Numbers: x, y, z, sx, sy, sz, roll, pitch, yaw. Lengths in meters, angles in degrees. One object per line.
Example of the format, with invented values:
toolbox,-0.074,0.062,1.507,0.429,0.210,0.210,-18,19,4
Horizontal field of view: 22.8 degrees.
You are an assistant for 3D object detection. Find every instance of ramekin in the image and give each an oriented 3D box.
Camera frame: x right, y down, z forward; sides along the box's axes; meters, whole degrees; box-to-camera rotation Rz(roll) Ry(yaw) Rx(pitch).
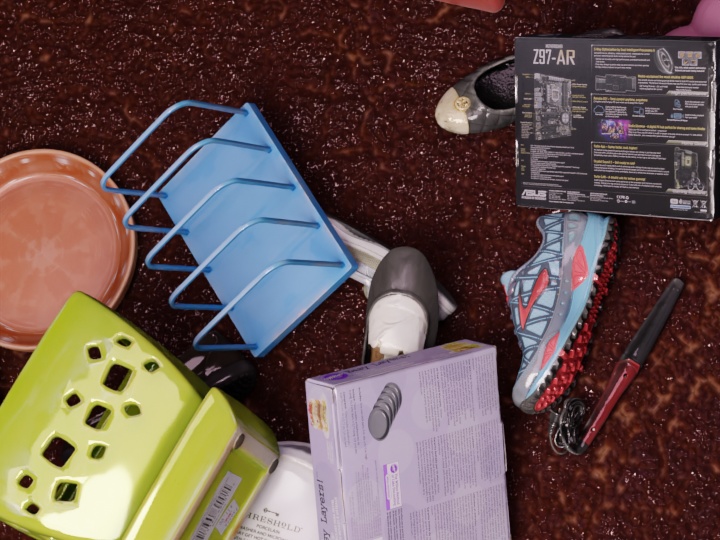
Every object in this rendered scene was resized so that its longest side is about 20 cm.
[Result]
ramekin,-0.077,0.250,1.621,0.201,0.094,0.204,-2,77,8

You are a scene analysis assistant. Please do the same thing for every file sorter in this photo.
file sorter,-0.128,-0.041,1.651,0.139,0.122,0.201,-42,67,23

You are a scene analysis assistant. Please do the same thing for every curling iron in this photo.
curling iron,0.240,0.087,1.645,0.200,0.050,0.026,-50,31,-12

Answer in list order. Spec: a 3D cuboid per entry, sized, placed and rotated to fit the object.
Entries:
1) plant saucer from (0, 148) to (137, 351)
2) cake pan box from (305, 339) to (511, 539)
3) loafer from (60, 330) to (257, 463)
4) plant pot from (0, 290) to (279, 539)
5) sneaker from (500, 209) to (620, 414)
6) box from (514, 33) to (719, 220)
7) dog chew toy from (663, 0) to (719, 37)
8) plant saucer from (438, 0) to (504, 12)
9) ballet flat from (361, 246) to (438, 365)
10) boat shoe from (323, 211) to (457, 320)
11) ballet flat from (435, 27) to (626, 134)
plant saucer,-0.314,-0.019,1.751,0.199,0.032,0.202,-2,77,8
cake pan box,0.045,0.175,1.562,0.183,0.052,0.201,-13,103,-33
loafer,-0.196,0.123,1.687,0.199,0.073,0.072,-27,64,-4
plant pot,-0.191,0.163,1.519,0.181,0.199,0.201,28,81,19
sneaker,0.171,0.037,1.659,0.095,0.079,0.201,15,72,24
box,0.237,-0.133,1.629,0.199,0.043,0.161,5,103,32
dog chew toy,0.324,-0.184,1.660,0.200,0.124,0.125,-36,74,13
plant saucer,0.069,-0.374,1.781,0.198,0.037,0.201,14,78,11
ballet flat,0.032,0.081,1.617,0.068,0.068,0.201,8,108,4
boat shoe,-0.001,-0.001,1.685,0.201,0.074,0.065,30,94,16
ballet flat,0.162,-0.188,1.712,0.199,0.057,0.067,-23,74,2
